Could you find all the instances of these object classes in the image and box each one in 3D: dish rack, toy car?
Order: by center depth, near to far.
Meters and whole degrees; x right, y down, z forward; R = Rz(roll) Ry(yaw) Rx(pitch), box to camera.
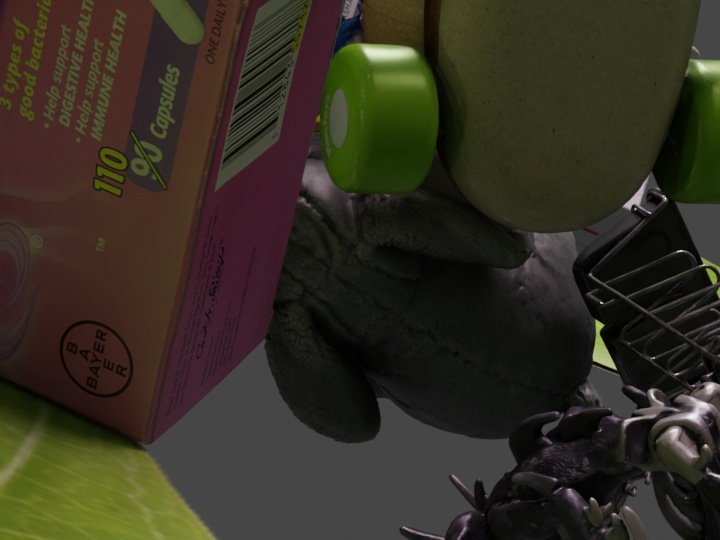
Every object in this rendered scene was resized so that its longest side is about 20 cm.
[{"bbox_3d":[0.150,0.065,1.120,0.154,0.054,0.200,62,-7,-20],"label":"dish rack"},{"bbox_3d":[0.052,-0.113,1.157,0.163,0.159,0.200,2,17,-19],"label":"toy car"}]

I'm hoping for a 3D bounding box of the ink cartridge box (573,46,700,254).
[{"bbox_3d":[0.056,-0.040,1.324,0.115,0.200,0.067,25,51,-5],"label":"ink cartridge box"}]

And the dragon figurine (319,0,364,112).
[{"bbox_3d":[-0.069,-0.089,1.355,0.198,0.059,0.100,4,42,-2],"label":"dragon figurine"}]

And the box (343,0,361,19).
[{"bbox_3d":[-0.080,-0.122,1.508,0.199,0.118,0.197,21,-27,-5],"label":"box"}]

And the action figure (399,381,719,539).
[{"bbox_3d":[0.106,0.083,0.977,0.199,0.103,0.119,-23,6,43],"label":"action figure"}]

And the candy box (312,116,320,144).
[{"bbox_3d":[0.018,-0.042,1.424,0.199,0.026,0.103,1,-44,30],"label":"candy box"}]

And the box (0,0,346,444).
[{"bbox_3d":[-0.120,-0.069,1.029,0.199,0.177,0.097,25,31,15],"label":"box"}]

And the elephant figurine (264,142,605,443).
[{"bbox_3d":[0.000,0.000,1.174,0.154,0.143,0.200,2,-7,31],"label":"elephant figurine"}]
